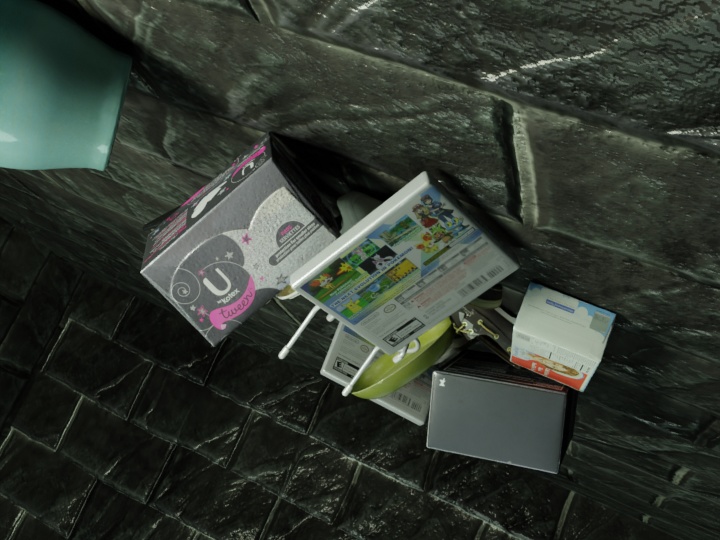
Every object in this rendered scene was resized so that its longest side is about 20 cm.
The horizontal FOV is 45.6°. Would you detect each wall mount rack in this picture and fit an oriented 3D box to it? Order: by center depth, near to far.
[{"bbox_3d":[-0.020,0.098,1.215,0.198,0.075,0.173,33,145,-15],"label":"wall mount rack"}]

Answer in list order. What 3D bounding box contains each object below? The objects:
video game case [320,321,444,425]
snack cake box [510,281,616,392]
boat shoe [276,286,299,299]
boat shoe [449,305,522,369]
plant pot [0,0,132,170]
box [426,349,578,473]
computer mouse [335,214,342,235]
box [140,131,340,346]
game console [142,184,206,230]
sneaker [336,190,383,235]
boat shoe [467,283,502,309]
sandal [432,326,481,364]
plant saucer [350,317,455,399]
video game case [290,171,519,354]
[{"bbox_3d":[0.049,0.138,1.458,0.197,0.185,0.022,28,151,-10],"label":"video game case"},{"bbox_3d":[0.262,0.092,1.132,0.113,0.068,0.200,21,166,14],"label":"snack cake box"},{"bbox_3d":[-0.094,-0.001,1.317,0.075,0.086,0.201,54,149,-1],"label":"boat shoe"},{"bbox_3d":[0.173,0.075,1.248,0.199,0.061,0.072,30,167,-18],"label":"boat shoe"},{"bbox_3d":[-0.358,-0.202,0.952,0.184,0.204,0.200,13,171,-19],"label":"plant pot"},{"bbox_3d":[0.220,0.207,1.300,0.196,0.126,0.198,7,-174,20],"label":"box"},{"bbox_3d":[0.000,0.000,1.203,0.137,0.053,0.200,-30,120,32],"label":"computer mouse"},{"bbox_3d":[-0.138,-0.036,0.994,0.132,0.199,0.115,48,-170,-23],"label":"box"},{"bbox_3d":[-0.208,-0.073,1.283,0.174,0.118,0.199,32,166,-23],"label":"game console"},{"bbox_3d":[0.018,-0.031,1.105,0.091,0.076,0.202,36,154,29],"label":"sneaker"},{"bbox_3d":[0.109,-0.003,1.060,0.198,0.067,0.072,15,-169,-34],"label":"boat shoe"},{"bbox_3d":[0.148,0.103,1.383,0.055,0.081,0.200,55,156,2],"label":"sandal"},{"bbox_3d":[0.071,0.139,1.309,0.031,0.199,0.200,55,164,-3],"label":"plant saucer"},{"bbox_3d":[0.052,0.001,0.961,0.199,0.022,0.182,-36,131,22],"label":"video game case"}]
